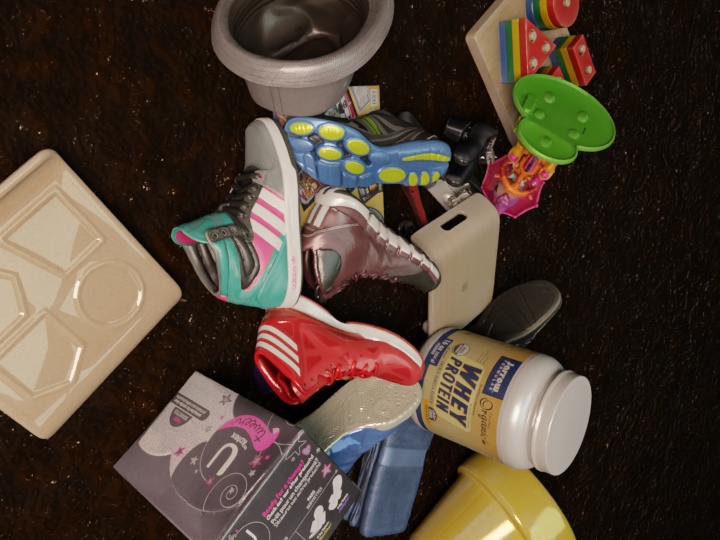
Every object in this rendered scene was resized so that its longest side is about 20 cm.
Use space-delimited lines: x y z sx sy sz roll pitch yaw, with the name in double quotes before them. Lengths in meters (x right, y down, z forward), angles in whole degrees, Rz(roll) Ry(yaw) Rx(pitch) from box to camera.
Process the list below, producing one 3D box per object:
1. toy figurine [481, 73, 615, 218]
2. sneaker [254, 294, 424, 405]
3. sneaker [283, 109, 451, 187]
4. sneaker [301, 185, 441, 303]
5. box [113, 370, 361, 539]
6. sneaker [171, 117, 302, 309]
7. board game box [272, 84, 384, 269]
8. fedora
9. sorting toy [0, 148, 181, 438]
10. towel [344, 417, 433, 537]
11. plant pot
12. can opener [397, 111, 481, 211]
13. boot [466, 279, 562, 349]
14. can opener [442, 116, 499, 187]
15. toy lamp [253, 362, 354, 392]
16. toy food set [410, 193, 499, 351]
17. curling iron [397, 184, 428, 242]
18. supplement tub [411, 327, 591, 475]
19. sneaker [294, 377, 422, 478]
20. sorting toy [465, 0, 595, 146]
"toy figurine" 0.233 -0.141 0.913 0.200 0.150 0.185 -54 172 -43
"sneaker" -0.027 0.113 0.723 0.199 0.078 0.116 22 49 -8
"sneaker" 0.005 -0.138 0.732 0.198 0.083 0.071 0 126 -27
"sneaker" 0.000 0.000 0.760 0.200 0.076 0.116 36 80 -30
"box" -0.124 0.200 0.640 0.132 0.199 0.115 -51 129 -22
"sneaker" -0.130 -0.057 0.666 0.120 0.083 0.202 -4 87 -34
"board game box" -0.033 -0.112 0.769 0.135 0.034 0.202 -14 108 -39
"fedora" -0.057 -0.230 0.665 0.091 0.176 0.201 90 11 -56
"sorting toy" -0.279 0.024 0.580 0.185 0.036 0.200 -51 132 -22
"towel" 0.048 0.262 0.911 0.111 0.048 0.201 22 83 -46
"plant pot" 0.184 0.395 0.978 0.188 0.201 0.202 -33 121 -14
"can opener" 0.097 -0.142 0.880 0.200 0.052 0.067 36 40 -42
"boot" 0.239 0.106 0.994 0.203 0.074 0.153 -43 138 18
"can opener" 0.135 -0.146 0.838 0.200 0.078 0.064 -62 162 -60
"toy lamp" -0.034 0.125 0.804 0.199 0.058 0.059 7 94 -41
"toy food set" 0.122 0.010 0.909 0.143 0.060 0.201 -33 136 -33
"curling iron" 0.057 -0.104 0.837 0.049 0.025 0.201 -36 132 -26
"supplement tub" 0.175 0.164 0.836 0.144 0.199 0.145 -18 114 -46
"sneaker" -0.015 0.201 0.794 0.199 0.077 0.112 -30 149 -20
"sorting toy" 0.269 -0.324 0.975 0.200 0.069 0.199 -51 128 -21
